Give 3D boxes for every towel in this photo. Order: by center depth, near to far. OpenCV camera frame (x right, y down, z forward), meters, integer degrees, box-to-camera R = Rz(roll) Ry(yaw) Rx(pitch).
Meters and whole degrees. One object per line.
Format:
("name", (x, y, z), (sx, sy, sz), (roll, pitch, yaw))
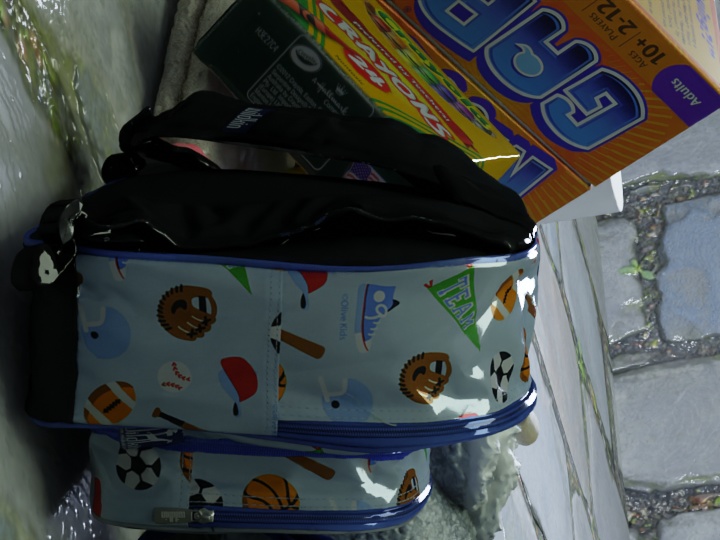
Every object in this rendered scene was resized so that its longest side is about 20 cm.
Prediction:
("towel", (-0.068, -0.076, 1.232), (0.200, 0.034, 0.133), (-82, 160, -55))

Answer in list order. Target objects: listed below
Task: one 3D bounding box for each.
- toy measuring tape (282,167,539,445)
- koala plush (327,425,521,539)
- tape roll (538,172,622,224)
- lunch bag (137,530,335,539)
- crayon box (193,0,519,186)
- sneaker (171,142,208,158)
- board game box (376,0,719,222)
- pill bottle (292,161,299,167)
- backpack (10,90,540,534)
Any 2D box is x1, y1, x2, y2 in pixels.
("toy measuring tape", (0.006, 0.024, 1.170), (0.200, 0.073, 0.074), (52, -7, 33))
("koala plush", (0.010, 0.162, 1.116), (0.184, 0.176, 0.201), (-105, -179, -65))
("tape roll", (0.167, -0.144, 2.318), (0.203, 0.138, 0.204), (-10, 90, -81))
("lunch bag", (-0.039, 0.197, 0.914), (0.200, 0.123, 0.171), (-114, -169, -73))
("crayon box", (0.007, -0.084, 1.215), (0.127, 0.051, 0.200), (47, 15, 8))
("sneaker", (-0.042, 0.020, 1.128), (0.087, 0.073, 0.201), (-100, 164, -57))
("board game box", (0.072, -0.170, 1.432), (0.200, 0.199, 0.201), (39, 33, -31))
("pill bottle", (0.000, 0.000, 1.313), (0.201, 0.114, 0.115), (-88, 165, -47))
("backpack", (-0.023, 0.022, 0.938), (0.200, 0.189, 0.155), (-68, 154, -72))
